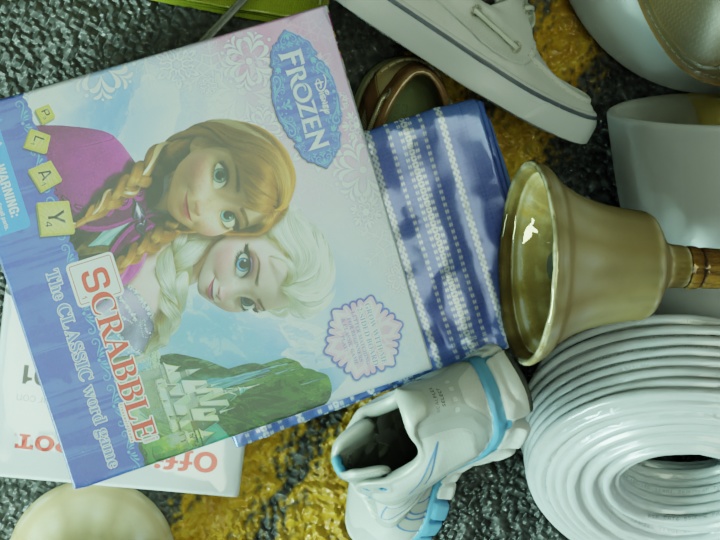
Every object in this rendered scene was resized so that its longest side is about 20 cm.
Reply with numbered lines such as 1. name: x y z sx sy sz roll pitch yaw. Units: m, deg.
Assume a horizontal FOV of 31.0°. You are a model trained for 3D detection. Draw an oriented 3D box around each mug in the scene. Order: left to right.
1. mug: 0.243 -0.025 0.787 0.185 0.149 0.154 -4 104 -3

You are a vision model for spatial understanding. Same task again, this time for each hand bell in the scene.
1. hand bell: -0.150 0.189 0.703 0.103 0.200 0.105 -1 95 -9
2. hand bell: 0.182 -0.001 0.686 0.198 0.104 0.105 2 95 -8

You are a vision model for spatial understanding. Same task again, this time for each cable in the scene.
1. cable: 0.192 0.110 0.772 0.198 0.201 0.070 15 49 -4

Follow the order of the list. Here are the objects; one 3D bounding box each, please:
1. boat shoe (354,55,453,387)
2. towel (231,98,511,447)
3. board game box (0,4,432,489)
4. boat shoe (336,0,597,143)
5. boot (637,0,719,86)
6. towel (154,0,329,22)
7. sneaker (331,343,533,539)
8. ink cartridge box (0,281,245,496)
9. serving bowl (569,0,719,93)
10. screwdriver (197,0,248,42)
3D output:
1. boat shoe: 0.021 -0.029 0.777 0.075 0.074 0.202 0 95 -10
2. towel: 0.000 0.000 0.723 0.199 0.024 0.146 -19 98 -11
3. board game box: -0.084 -0.014 0.677 0.198 0.041 0.201 -19 97 -9
4. boat shoe: 0.070 -0.143 0.763 0.199 0.072 0.066 29 102 -20
5. boot: 0.260 -0.149 0.721 0.155 0.200 0.077 -23 142 -29
6. towel: -0.111 -0.202 0.768 0.198 0.018 0.087 9 94 -11
7. sneaker: 0.015 0.107 0.737 0.086 0.200 0.075 -9 59 -28
8. ink cartridge box: -0.130 0.019 0.750 0.145 0.086 0.202 7 92 -12
9. serving bowl: 0.222 -0.213 0.791 0.198 0.066 0.202 0 88 -7
10. screwdriver: -0.069 -0.158 0.757 0.028 0.029 0.200 42 84 -8
